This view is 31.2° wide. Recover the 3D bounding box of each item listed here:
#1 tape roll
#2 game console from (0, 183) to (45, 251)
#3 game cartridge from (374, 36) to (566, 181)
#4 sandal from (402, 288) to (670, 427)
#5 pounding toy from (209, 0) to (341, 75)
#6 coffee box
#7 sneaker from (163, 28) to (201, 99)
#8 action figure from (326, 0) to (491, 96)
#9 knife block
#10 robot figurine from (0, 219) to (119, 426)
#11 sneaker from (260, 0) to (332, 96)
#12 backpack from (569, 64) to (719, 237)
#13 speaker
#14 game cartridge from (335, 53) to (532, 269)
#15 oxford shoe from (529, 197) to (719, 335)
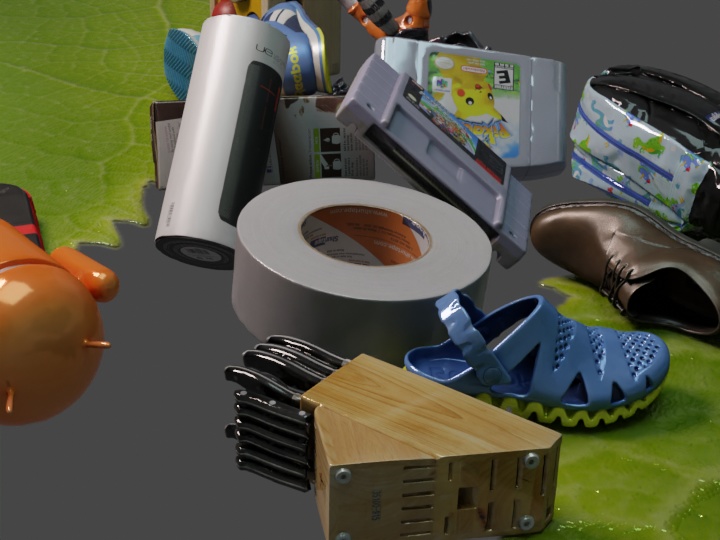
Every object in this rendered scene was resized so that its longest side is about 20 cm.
[{"bbox_3d":[0.000,0.000,1.001,0.197,0.067,0.201,7,29,-4],"label":"tape roll"},{"bbox_3d":[-0.365,-0.014,1.074,0.197,0.031,0.177,-8,35,-17],"label":"game console"},{"bbox_3d":[0.107,-0.155,1.266,0.197,0.041,0.135,6,71,-7],"label":"game cartridge"},{"bbox_3d":[0.123,0.057,0.896,0.197,0.088,0.080,-2,26,-10],"label":"sandal"},{"bbox_3d":[-0.127,-0.344,1.520,0.141,0.202,0.184,-15,31,-28],"label":"pounding toy"},{"bbox_3d":[-0.094,-0.119,1.191,0.197,0.081,0.113,-4,6,-11],"label":"coffee box"},{"bbox_3d":[-0.141,-0.213,1.419,0.199,0.077,0.080,32,32,32],"label":"sneaker"},{"bbox_3d":[0.024,-0.223,1.344,0.198,0.195,0.105,-22,11,26],"label":"action figure"},{"bbox_3d":[0.012,0.098,0.834,0.197,0.065,0.176,-3,29,-9],"label":"knife block"},{"bbox_3d":[-0.254,0.034,0.889,0.143,0.118,0.199,14,11,-45],"label":"robot figurine"},{"bbox_3d":[-0.086,-0.220,1.290,0.081,0.075,0.200,-16,22,-8],"label":"sneaker"},{"bbox_3d":[0.287,-0.115,1.193,0.162,0.155,0.200,-27,60,-39],"label":"backpack"},{"bbox_3d":[-0.114,-0.108,1.076,0.080,0.203,0.081,9,-17,3],"label":"speaker"},{"bbox_3d":[0.071,-0.101,1.126,0.200,0.038,0.130,40,31,-11],"label":"game cartridge"},{"bbox_3d":[0.215,-0.005,1.033,0.198,0.074,0.084,20,35,32],"label":"oxford shoe"}]
